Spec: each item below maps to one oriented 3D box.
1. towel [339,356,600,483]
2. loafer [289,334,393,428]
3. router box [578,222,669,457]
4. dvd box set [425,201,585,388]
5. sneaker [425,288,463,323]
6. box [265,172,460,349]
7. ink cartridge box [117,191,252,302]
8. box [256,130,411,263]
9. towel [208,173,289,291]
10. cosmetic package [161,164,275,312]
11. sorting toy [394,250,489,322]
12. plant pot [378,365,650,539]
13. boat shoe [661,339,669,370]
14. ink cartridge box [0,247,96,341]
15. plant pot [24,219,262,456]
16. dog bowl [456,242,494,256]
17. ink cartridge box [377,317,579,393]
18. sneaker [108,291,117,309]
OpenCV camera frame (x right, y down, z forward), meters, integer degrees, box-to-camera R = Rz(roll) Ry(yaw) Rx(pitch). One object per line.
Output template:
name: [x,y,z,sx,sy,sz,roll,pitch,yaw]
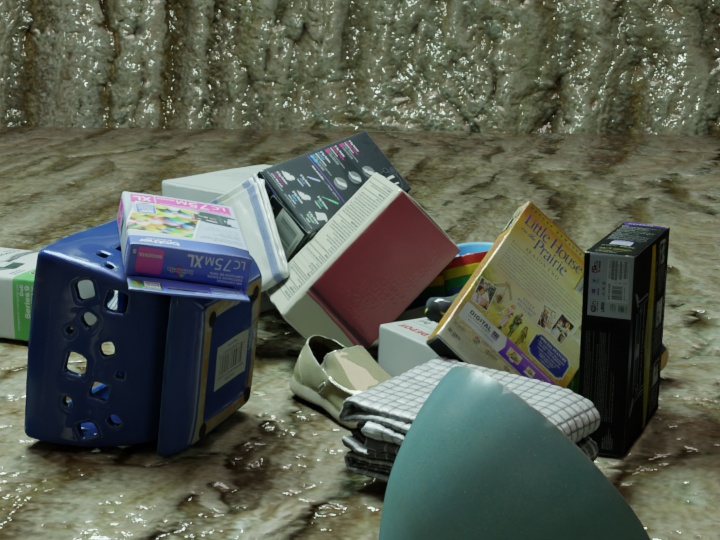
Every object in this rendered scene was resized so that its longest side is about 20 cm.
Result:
towel: [0.099,0.156,1.350,0.199,0.086,0.165,12,19,36]
loafer: [-0.008,0.116,1.542,0.075,0.069,0.199,-11,17,-39]
router box: [0.263,0.064,1.468,0.052,0.202,0.157,6,14,23]
dvd box set: [0.171,0.047,1.503,0.200,0.146,0.029,-54,11,-30]
sneaker: [0.144,0.017,1.561,0.199,0.082,0.074,-11,16,-43]
box: [0.000,0.000,1.720,0.200,0.109,0.128,-46,18,0]
ink cartridge box: [-0.172,-0.025,1.429,0.118,0.042,0.200,8,20,-14]
box: [-0.053,-0.079,1.870,0.199,0.122,0.106,-26,71,-43]
towel: [-0.179,-0.009,1.773,0.199,0.148,0.024,-31,-30,21]
cosmetic package: [-0.145,-0.046,2.015,0.165,0.169,0.199,11,18,41]
sorting toy: [0.143,0.018,1.785,0.199,0.070,0.198,-6,-7,-41]
plant pot: [0.091,0.188,1.050,0.135,0.201,0.200,-44,28,-13]
boat shoe: [0.256,0.057,1.651,0.199,0.075,0.062,37,38,5]
ink cartridge box: [-0.441,0.029,1.884,0.198,0.085,0.146,5,14,25]
plant pot: [-0.210,0.070,1.486,0.178,0.202,0.200,11,16,17]
dog bowl: [0.180,0.002,2.063,0.110,0.050,0.200,-2,14,-7]
ink cartridge box: [0.135,0.099,1.579,0.199,0.084,0.146,-8,15,-31]
sneaker: [-0.286,0.027,1.894,0.084,0.078,0.200,-7,19,14]
